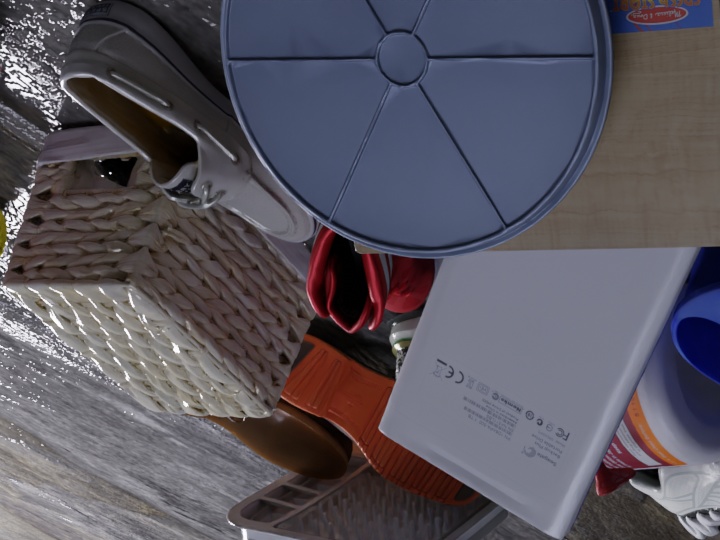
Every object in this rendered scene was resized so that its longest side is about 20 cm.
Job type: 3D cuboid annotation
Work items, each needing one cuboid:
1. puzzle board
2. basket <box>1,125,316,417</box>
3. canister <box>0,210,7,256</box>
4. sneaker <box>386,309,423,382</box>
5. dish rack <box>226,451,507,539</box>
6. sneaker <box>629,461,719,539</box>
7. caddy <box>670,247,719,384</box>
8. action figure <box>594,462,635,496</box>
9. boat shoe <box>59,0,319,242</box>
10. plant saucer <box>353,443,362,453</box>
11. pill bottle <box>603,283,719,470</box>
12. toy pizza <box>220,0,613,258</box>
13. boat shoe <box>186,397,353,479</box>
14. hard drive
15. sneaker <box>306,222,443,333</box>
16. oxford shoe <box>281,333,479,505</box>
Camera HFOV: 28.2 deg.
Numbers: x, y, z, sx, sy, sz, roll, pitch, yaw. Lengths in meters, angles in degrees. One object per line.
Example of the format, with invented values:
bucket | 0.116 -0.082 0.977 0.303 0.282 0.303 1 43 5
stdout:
puzzle board | 0.079 -0.084 0.692 0.198 0.017 0.152 -1 108 24
basket | -0.134 0.006 0.989 0.134 0.124 0.200 -1 147 32
canister | -0.376 -0.013 1.156 0.147 0.087 0.200 26 154 -15
sneaker | 0.088 0.112 1.085 0.199 0.089 0.077 34 150 -28
dish rack | 0.011 0.202 1.150 0.198 0.044 0.171 3 -166 34
sneaker | 0.266 0.145 1.061 0.081 0.076 0.200 30 152 -3
caddy | 0.270 0.039 0.807 0.199 0.106 0.141 30 153 -22
action figure | 0.105 0.038 0.868 0.065 0.051 0.202 -19 94 44
boat shoe | -0.100 -0.070 0.859 0.070 0.070 0.200 -15 132 39
plant saucer | 0.033 0.157 1.269 0.198 0.038 0.201 15 153 8
pill bottle | 0.151 0.078 0.952 0.113 0.114 0.199 35 149 -30
toy pizza | 0.025 -0.104 0.682 0.198 0.032 0.202 9 114 21
boat shoe | -0.091 0.101 1.191 0.199 0.071 0.071 29 134 -1
hard drive | 0.100 0.038 0.827 0.131 0.025 0.202 29 114 20
sneaker | 0.000 0.000 0.898 0.078 0.116 0.201 10 151 18
oxford shoe | 0.017 0.113 1.142 0.199 0.072 0.073 37 -177 7
